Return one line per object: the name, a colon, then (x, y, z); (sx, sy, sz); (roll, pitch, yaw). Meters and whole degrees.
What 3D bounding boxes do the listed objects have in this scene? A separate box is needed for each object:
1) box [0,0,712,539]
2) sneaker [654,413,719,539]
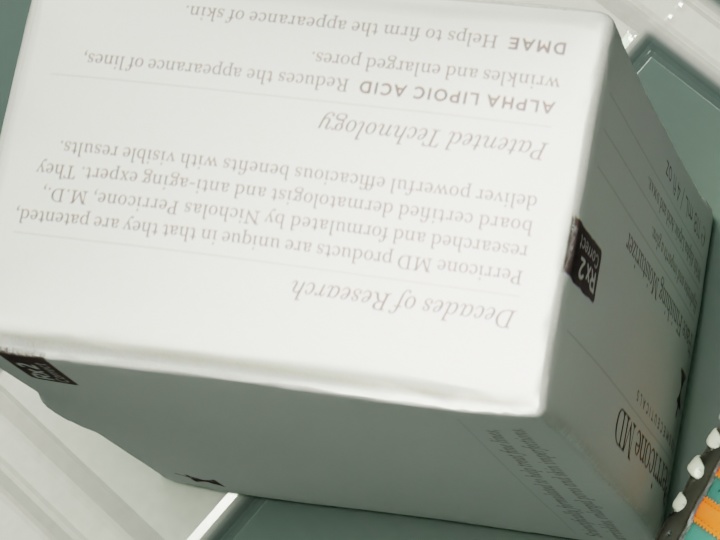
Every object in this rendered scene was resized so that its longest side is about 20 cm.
box: (0.000, 0.000, 1.003); (0.199, 0.199, 0.131); (7, 75, 18)
sneaker: (0.132, 0.081, 1.008); (0.079, 0.071, 0.201); (-1, 69, 20)
